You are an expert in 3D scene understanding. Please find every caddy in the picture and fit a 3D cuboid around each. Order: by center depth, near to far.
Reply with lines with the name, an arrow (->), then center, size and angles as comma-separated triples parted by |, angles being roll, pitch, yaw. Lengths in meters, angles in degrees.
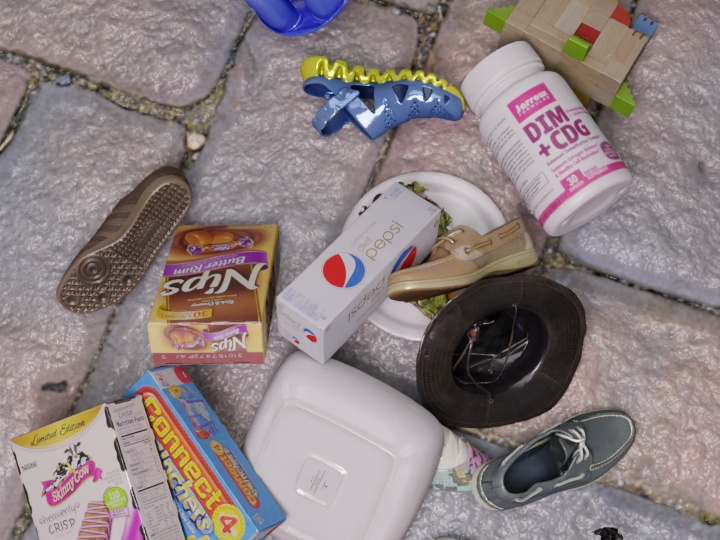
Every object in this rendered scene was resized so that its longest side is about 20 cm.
caddy -> -0.078, -0.381, 1.375 | 0.141, 0.105, 0.201 | -10, 73, 22

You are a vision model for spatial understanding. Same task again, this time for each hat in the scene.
hat -> 0.139, 0.076, 1.237 | 0.199, 0.081, 0.202 | -8, 115, -18

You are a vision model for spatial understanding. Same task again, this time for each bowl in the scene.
bowl -> -0.032, 0.203, 1.172 | 0.199, 0.075, 0.201 | 26, 103, 9

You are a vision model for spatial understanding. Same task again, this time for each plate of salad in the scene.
plate of salad -> 0.073, -0.020, 1.291 | 0.199, 0.048, 0.201 | -1, 74, 2

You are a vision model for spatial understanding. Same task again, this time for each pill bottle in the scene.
pill bottle -> 0.204, -0.150, 1.290 | 0.113, 0.113, 0.201 | -31, 75, -7

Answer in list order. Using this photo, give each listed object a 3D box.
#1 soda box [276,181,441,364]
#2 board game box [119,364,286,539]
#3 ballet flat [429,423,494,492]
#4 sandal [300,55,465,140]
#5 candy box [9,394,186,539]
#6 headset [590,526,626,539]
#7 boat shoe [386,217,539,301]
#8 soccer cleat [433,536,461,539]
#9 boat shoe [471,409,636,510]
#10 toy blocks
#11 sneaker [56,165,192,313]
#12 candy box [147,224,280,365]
soda box -> 0.000, 0.000, 1.198 | 0.064, 0.068, 0.200 | 34, 60, 21
board game box -> -0.206, 0.233, 1.173 | 0.196, 0.056, 0.200 | -44, 74, 22
ballet flat -> 0.049, 0.186, 1.213 | 0.199, 0.071, 0.069 | 8, 36, 6
sandal -> 0.022, -0.189, 1.332 | 0.199, 0.080, 0.088 | 8, 77, 13
candy box -> -0.252, 0.238, 1.131 | 0.136, 0.061, 0.201 | -22, 82, 26
headset -> 0.230, 0.357, 1.150 | 0.123, 0.094, 0.201 | 13, 86, 5
boat shoe -> 0.103, -0.013, 1.223 | 0.199, 0.071, 0.065 | -13, 85, -38
soccer cleat -> 0.090, 0.372, 1.166 | 0.077, 0.069, 0.201 | 7, 71, 1
boat shoe -> 0.212, 0.195, 1.197 | 0.199, 0.062, 0.073 | -19, 80, -20
toy blocks -> 0.261, -0.287, 1.350 | 0.199, 0.100, 0.137 | 30, 65, 9
sneaker -> -0.265, -0.035, 1.303 | 0.200, 0.076, 0.070 | -44, 119, 6
candy box -> -0.150, 0.021, 1.221 | 0.116, 0.057, 0.200 | -1, 33, 1
